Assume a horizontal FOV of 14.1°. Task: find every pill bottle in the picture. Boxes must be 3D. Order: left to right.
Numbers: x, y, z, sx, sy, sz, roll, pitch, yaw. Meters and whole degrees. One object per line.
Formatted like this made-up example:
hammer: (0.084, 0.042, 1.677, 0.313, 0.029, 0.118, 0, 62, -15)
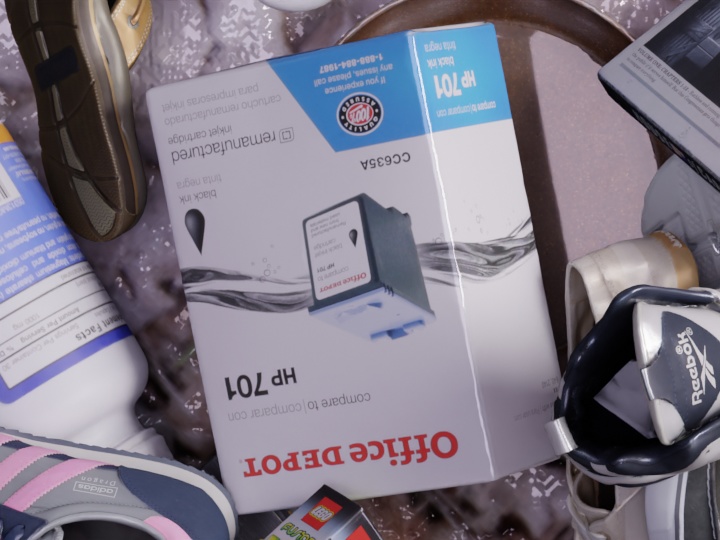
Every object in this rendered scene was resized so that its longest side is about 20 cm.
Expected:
pill bottle: (-0.170, 0.035, 1.378, 0.112, 0.112, 0.201, -32, 89, 9)

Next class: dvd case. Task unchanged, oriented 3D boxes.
dvd case: (0.220, -0.112, 1.290, 0.200, 0.150, 0.025, -39, 129, -3)

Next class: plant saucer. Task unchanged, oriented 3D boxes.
plant saucer: (0.061, -0.038, 1.379, 0.199, 0.034, 0.202, 0, 93, 9)

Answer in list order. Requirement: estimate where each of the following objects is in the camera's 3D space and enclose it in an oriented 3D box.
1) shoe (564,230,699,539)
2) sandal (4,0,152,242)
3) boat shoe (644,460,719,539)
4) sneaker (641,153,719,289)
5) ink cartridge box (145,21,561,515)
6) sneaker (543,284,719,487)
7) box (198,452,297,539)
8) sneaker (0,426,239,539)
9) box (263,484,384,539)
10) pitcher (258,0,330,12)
shoe: (0.114, 0.078, 1.334, 0.053, 0.070, 0.201, -11, 115, -29)
sandal: (-0.126, -0.115, 1.392, 0.080, 0.054, 0.201, -14, 86, 53)
boat shoe: (0.173, 0.141, 1.320, 0.056, 0.069, 0.201, 13, 123, 35)
sneaker: (0.195, 0.030, 1.342, 0.077, 0.082, 0.201, -10, 106, 53)
ink cartridge box: (0.000, 0.000, 1.315, 0.146, 0.086, 0.201, -10, 90, 30)
sneaker: (0.160, 0.033, 1.195, 0.198, 0.130, 0.080, -20, 84, 19)
box: (-0.083, 0.208, 1.401, 0.200, 0.048, 0.159, -42, 85, 8)
sneaker: (-0.158, 0.114, 1.292, 0.199, 0.082, 0.071, 3, 112, 7)
box: (0.001, 0.205, 1.305, 0.110, 0.035, 0.200, -42, 121, -15)
pitcher: (-0.021, -0.237, 1.347, 0.200, 0.121, 0.172, -44, 85, 17)
